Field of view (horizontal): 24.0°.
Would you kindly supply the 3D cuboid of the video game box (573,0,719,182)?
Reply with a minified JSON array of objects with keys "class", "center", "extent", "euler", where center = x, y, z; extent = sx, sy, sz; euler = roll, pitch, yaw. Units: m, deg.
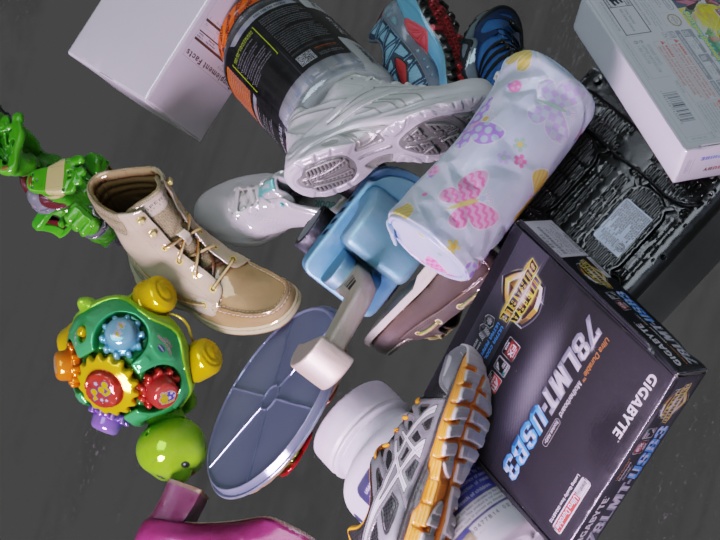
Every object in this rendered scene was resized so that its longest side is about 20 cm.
[{"class":"video game box","center":[0.305,-0.169,1.451],"extent":[0.181,0.047,0.201],"euler":[-11,51,-18]}]

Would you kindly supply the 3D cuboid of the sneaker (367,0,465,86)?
[{"class":"sneaker","center":[0.065,-0.173,1.626],"extent":[0.095,0.079,0.201],"euler":[-35,58,29]}]

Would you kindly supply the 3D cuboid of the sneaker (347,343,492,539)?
[{"class":"sneaker","center":[0.048,0.153,1.387],"extent":[0.077,0.078,0.201],"euler":[15,79,30]}]

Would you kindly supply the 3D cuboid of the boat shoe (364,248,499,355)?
[{"class":"boat shoe","center":[0.066,0.029,1.513],"extent":[0.059,0.200,0.072],"euler":[39,51,0]}]

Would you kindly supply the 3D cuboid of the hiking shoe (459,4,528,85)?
[{"class":"hiking shoe","center":[0.139,-0.175,1.552],"extent":[0.086,0.074,0.201],"euler":[-28,38,36]}]

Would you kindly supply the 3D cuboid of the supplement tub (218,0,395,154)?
[{"class":"supplement tub","center":[-0.054,-0.184,1.624],"extent":[0.123,0.122,0.200],"euler":[-45,44,5]}]

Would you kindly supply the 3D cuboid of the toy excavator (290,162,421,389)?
[{"class":"toy excavator","center":[0.000,0.000,1.482],"extent":[0.100,0.200,0.195],"euler":[38,91,-11]}]

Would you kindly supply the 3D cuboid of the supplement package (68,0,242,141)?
[{"class":"supplement package","center":[-0.176,-0.258,1.718],"extent":[0.121,0.120,0.201],"euler":[33,89,29]}]

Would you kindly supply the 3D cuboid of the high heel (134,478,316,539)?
[{"class":"high heel","center":[-0.114,0.267,1.550],"extent":[0.199,0.067,0.097],"euler":[16,71,25]}]

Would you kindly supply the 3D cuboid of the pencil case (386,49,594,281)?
[{"class":"pencil case","center":[0.108,-0.088,1.403],"extent":[0.091,0.083,0.200],"euler":[36,78,7]}]

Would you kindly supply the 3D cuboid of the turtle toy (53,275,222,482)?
[{"class":"turtle toy","center":[-0.211,0.109,1.612],"extent":[0.145,0.101,0.200],"euler":[-29,103,30]}]

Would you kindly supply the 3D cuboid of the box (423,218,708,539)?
[{"class":"box","center":[0.160,0.094,1.392],"extent":[0.199,0.049,0.201],"euler":[49,125,34]}]

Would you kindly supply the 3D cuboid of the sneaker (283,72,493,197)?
[{"class":"sneaker","center":[0.021,-0.141,1.481],"extent":[0.199,0.078,0.100],"euler":[-16,57,5]}]

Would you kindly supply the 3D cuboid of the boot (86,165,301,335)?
[{"class":"boot","center":[-0.160,-0.022,1.611],"extent":[0.199,0.156,0.073],"euler":[19,60,33]}]

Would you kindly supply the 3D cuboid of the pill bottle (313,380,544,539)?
[{"class":"pill bottle","center":[0.056,0.193,1.479],"extent":[0.120,0.120,0.200],"euler":[-49,63,3]}]

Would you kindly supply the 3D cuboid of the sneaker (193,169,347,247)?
[{"class":"sneaker","center":[-0.082,-0.070,1.638],"extent":[0.199,0.088,0.076],"euler":[-2,74,23]}]

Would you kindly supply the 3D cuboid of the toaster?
[{"class":"toaster","center":[0.214,-0.043,1.483],"extent":[0.200,0.119,0.181],"euler":[-48,61,3]}]

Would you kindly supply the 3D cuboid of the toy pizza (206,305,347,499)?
[{"class":"toy pizza","center":[-0.072,0.124,1.558],"extent":[0.200,0.032,0.201],"euler":[-44,26,28]}]

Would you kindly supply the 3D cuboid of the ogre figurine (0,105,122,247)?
[{"class":"ogre figurine","center":[-0.310,-0.088,1.725],"extent":[0.199,0.120,0.099],"euler":[21,79,26]}]
